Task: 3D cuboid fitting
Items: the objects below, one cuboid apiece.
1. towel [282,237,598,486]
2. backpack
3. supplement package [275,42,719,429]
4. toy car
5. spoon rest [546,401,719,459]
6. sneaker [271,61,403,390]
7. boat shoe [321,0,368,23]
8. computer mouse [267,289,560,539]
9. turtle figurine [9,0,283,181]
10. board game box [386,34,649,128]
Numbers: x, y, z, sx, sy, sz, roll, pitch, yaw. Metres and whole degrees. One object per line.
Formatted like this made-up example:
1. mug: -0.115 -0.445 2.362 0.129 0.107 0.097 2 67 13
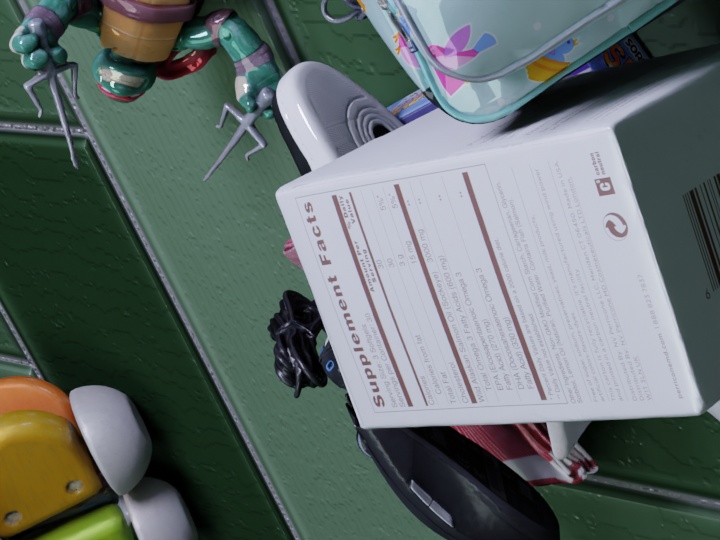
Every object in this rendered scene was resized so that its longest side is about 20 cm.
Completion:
1. towel: 0.039 0.048 1.165 0.200 0.023 0.144 47 165 -4
2. backpack: 0.053 -0.176 0.785 0.201 0.175 0.153 58 -170 -4
3. supplement package: 0.082 -0.012 0.856 0.199 0.117 0.118 -7 108 50
4. toy car: -0.228 0.166 1.531 0.201 0.174 0.150 66 176 -31
5. spoon rest: 0.195 0.078 1.040 0.198 0.061 0.100 9 136 24
6. sneaker: 0.000 0.000 1.047 0.112 0.073 0.200 -34 100 36
7. boat shoe: 0.011 -0.138 0.914 0.074 0.062 0.201 2 138 37
8. computer mouse: 0.019 0.091 1.160 0.199 0.046 0.141 36 -168 -16
9. turtle figurine: -0.111 -0.136 1.076 0.201 0.148 0.101 108 150 -43
10. board game box: 0.088 -0.044 1.028 0.136 0.034 0.200 53 147 -10
